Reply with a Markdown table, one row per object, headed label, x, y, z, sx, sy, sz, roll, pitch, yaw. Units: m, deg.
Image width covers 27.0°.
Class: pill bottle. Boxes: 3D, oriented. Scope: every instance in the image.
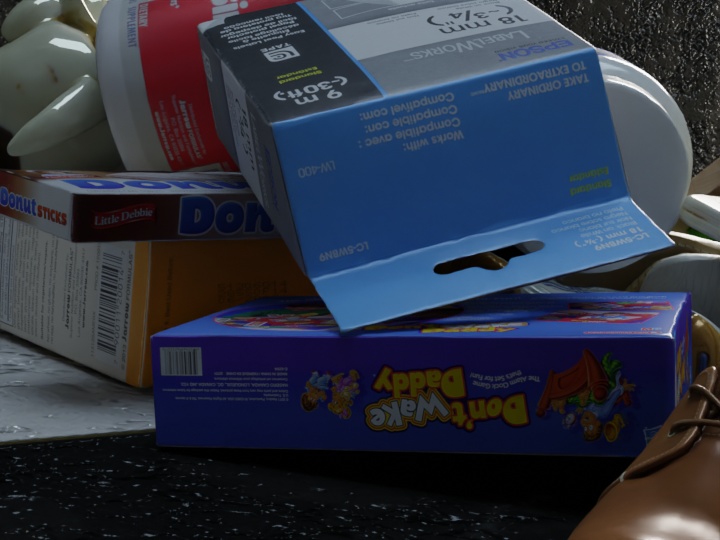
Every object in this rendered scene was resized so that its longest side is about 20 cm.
| label | x | y | z | sx | sy | sz | roll | pitch | yaw |
| --- | --- | --- | --- | --- | --- | --- | --- | --- | --- |
| pill bottle | 0.119 | -0.063 | 0.815 | 0.113 | 0.114 | 0.200 | 6 | 11 | 3 |
| pill bottle | -0.035 | -0.114 | 0.825 | 0.199 | 0.113 | 0.112 | -11 | 6 | 6 |

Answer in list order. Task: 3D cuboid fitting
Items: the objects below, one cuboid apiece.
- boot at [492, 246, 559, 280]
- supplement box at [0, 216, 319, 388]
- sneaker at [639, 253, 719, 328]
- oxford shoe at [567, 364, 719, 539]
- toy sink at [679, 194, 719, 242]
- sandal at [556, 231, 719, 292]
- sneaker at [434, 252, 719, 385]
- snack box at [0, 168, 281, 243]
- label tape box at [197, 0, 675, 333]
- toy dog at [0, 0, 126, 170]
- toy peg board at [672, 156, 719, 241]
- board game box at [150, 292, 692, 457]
| label | x | y | z | sx | sy | sz | roll | pitch | yaw |
| --- | --- | --- | --- | --- | --- | --- | --- | --- | --- |
| boot | 0.095 | -0.007 | 0.993 | 0.199 | 0.077 | 0.168 | 11 | 9 | -12 |
| supplement box | -0.112 | 0.003 | 0.784 | 0.126 | 0.074 | 0.200 | -2 | 11 | -39 |
| sneaker | 0.238 | 0.042 | 0.747 | 0.200 | 0.075 | 0.088 | 20 | 15 | 26 |
| oxford shoe | 0.105 | 0.066 | 0.462 | 0.071 | 0.072 | 0.200 | 10 | 10 | 22 |
| toy sink | 0.272 | -0.047 | 0.730 | 0.200 | 0.112 | 0.130 | 2 | 23 | -47 |
| sandal | 0.182 | 0.025 | 0.824 | 0.211 | 0.078 | 0.070 | 2 | 21 | 37 |
| sneaker | 0.092 | 0.036 | 0.738 | 0.200 | 0.076 | 0.088 | 18 | 3 | 29 |
| snack box | -0.062 | -0.031 | 0.702 | 0.200 | 0.024 | 0.072 | -3 | 13 | -38 |
| label tape box | 0.025 | -0.063 | 0.639 | 0.144 | 0.063 | 0.200 | -15 | 30 | -13 |
| toy dog | -0.226 | -0.071 | 0.908 | 0.200 | 0.140 | 0.194 | -26 | 31 | 7 |
| toy peg board | 0.327 | -0.027 | 0.983 | 0.199 | 0.098 | 0.199 | 2 | -24 | -26 |
| board game box | 0.032 | 0.039 | 0.617 | 0.199 | 0.045 | 0.134 | -1 | 6 | 16 |
